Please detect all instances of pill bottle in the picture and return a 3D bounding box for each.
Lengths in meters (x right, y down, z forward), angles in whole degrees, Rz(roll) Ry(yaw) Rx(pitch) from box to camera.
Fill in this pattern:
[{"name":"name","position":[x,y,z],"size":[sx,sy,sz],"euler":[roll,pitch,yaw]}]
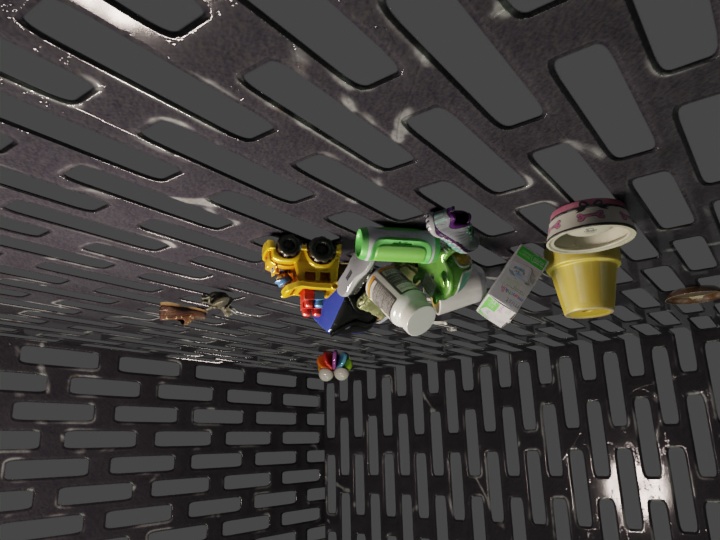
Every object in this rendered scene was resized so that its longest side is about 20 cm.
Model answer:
[{"name":"pill bottle","position":[0.108,0.081,1.593],"size":[0.116,0.117,0.200],"euler":[13,-157,-40]}]

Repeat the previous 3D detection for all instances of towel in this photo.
[{"name":"towel","position":[0.090,0.053,1.743],"size":[0.200,0.037,0.148],"euler":[-48,141,10]}]

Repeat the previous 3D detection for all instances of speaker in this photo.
[{"name":"speaker","position":[0.091,-0.062,1.448],"size":[0.198,0.090,0.088],"euler":[3,163,-14]}]

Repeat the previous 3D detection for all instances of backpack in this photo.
[{"name":"backpack","position":[-0.036,0.096,1.823],"size":[0.199,0.168,0.164],"euler":[8,118,-45]}]

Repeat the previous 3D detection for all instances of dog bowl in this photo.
[{"name":"dog bowl","position":[0.530,-0.104,1.371],"size":[0.198,0.075,0.200],"euler":[-1,164,0]}]

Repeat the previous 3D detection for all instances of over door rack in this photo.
[{"name":"over door rack","position":[0.271,0.110,1.934],"size":[0.066,0.150,0.199],"euler":[-7,163,37]}]

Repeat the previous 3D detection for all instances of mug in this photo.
[{"name":"mug","position":[0.285,0.032,1.754],"size":[0.151,0.188,0.151],"euler":[-10,131,-3]}]

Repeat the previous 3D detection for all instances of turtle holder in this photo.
[{"name":"turtle holder","position":[0.225,-0.016,1.566],"size":[0.131,0.187,0.141],"euler":[-20,-152,-27]}]

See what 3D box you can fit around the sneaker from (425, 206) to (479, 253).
[{"name":"sneaker","position":[0.240,-0.094,1.379],"size":[0.087,0.075,0.199],"euler":[-22,154,38]}]

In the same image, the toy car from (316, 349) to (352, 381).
[{"name":"toy car","position":[-0.146,0.503,3.243],"size":[0.197,0.176,0.151],"euler":[-4,127,10]}]

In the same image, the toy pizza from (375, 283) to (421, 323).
[{"name":"toy pizza","position":[0.117,0.094,1.892],"size":[0.200,0.032,0.200],"euler":[-43,-178,2]}]

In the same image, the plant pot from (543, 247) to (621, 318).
[{"name":"plant pot","position":[0.609,0.025,1.607],"size":[0.198,0.191,0.201],"euler":[-1,163,0]}]

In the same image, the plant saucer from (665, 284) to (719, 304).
[{"name":"plant saucer","position":[1.216,0.087,2.150],"size":[0.198,0.032,0.200],"euler":[-2,163,-1]}]

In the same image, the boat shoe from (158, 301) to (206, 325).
[{"name":"boat shoe","position":[-0.651,0.165,2.164],"size":[0.070,0.071,0.199],"euler":[-16,160,36]}]

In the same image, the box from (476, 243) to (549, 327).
[{"name":"box","position":[0.424,0.050,1.657],"size":[0.096,0.177,0.200],"euler":[34,168,10]}]

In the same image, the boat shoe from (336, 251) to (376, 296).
[{"name":"boat shoe","position":[0.000,0.000,1.618],"size":[0.056,0.069,0.200],"euler":[-1,144,-36]}]

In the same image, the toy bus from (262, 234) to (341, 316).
[{"name":"toy bus","position":[-0.152,0.019,1.508],"size":[0.198,0.194,0.136],"euler":[5,164,-16]}]

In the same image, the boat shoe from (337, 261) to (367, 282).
[{"name":"boat shoe","position":[-0.065,0.005,1.697],"size":[0.198,0.074,0.063],"euler":[-10,159,-11]}]

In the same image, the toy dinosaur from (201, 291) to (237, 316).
[{"name":"toy dinosaur","position":[-0.478,0.097,1.982],"size":[0.101,0.078,0.200],"euler":[-12,160,-8]}]
